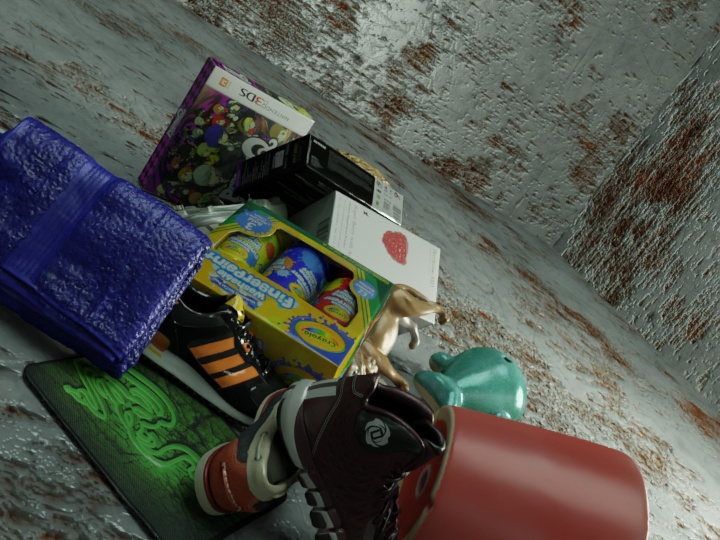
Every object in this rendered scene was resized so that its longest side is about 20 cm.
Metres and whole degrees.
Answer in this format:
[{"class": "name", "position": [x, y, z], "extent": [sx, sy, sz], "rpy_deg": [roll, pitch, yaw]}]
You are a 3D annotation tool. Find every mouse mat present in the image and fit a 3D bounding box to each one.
[{"class": "mouse mat", "position": [-0.160, 0.135, 0.601], "extent": [0.199, 0.008, 0.160], "rpy_deg": [42, 17, 18]}]

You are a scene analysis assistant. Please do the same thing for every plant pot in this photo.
[{"class": "plant pot", "position": [0.128, 0.224, 0.663], "extent": [0.175, 0.203, 0.201], "rpy_deg": [25, 17, -4]}]

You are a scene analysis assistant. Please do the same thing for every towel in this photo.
[{"class": "towel", "position": [-0.242, -0.022, 0.615], "extent": [0.198, 0.149, 0.050], "rpy_deg": [33, -15, -5]}]

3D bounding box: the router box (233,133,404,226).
[{"class": "router box", "position": [-0.056, -0.106, 1.029], "extent": [0.199, 0.147, 0.052], "rpy_deg": [28, 60, -43]}]

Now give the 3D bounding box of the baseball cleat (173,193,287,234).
[{"class": "baseball cleat", "position": [-0.174, -0.037, 0.932], "extent": [0.197, 0.109, 0.069], "rpy_deg": [-12, 11, -33]}]

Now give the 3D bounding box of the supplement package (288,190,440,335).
[{"class": "supplement package", "position": [0.000, 0.000, 1.020], "extent": [0.198, 0.119, 0.123], "rpy_deg": [25, 59, -33]}]

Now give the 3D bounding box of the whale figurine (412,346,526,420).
[{"class": "whale figurine", "position": [0.157, 0.159, 1.018], "extent": [0.198, 0.104, 0.159], "rpy_deg": [16, 27, -51]}]

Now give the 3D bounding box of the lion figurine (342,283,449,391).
[{"class": "lion figurine", "position": [0.025, 0.078, 0.909], "extent": [0.122, 0.072, 0.201], "rpy_deg": [44, 53, -17]}]

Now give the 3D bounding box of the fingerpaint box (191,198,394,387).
[{"class": "fingerpaint box", "position": [-0.084, 0.028, 0.793], "extent": [0.198, 0.074, 0.167], "rpy_deg": [30, 36, 7]}]

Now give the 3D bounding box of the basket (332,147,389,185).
[{"class": "basket", "position": [-0.032, -0.159, 1.427], "extent": [0.198, 0.144, 0.150], "rpy_deg": [27, 19, -30]}]

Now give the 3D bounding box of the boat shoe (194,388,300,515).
[{"class": "boat shoe", "position": [-0.062, 0.144, 0.620], "extent": [0.072, 0.062, 0.200], "rpy_deg": [69, 21, 0]}]

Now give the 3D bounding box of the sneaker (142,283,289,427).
[{"class": "sneaker", "position": [-0.122, 0.072, 0.687], "extent": [0.199, 0.091, 0.070], "rpy_deg": [35, 11, -14]}]

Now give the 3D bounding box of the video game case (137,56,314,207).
[{"class": "video game case", "position": [-0.186, -0.171, 1.037], "extent": [0.180, 0.201, 0.036], "rpy_deg": [21, 22, -43]}]

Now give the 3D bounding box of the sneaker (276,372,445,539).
[{"class": "sneaker", "position": [0.020, 0.169, 0.561], "extent": [0.203, 0.114, 0.076], "rpy_deg": [67, 22, -12]}]

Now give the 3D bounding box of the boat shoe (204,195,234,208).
[{"class": "boat shoe", "position": [-0.148, -0.056, 1.050], "extent": [0.072, 0.061, 0.200], "rpy_deg": [45, 18, 31]}]

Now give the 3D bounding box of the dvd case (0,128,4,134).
[{"class": "dvd case", "position": [-0.316, -0.068, 0.766], "extent": [0.198, 0.025, 0.151], "rpy_deg": [29, 25, -24]}]
